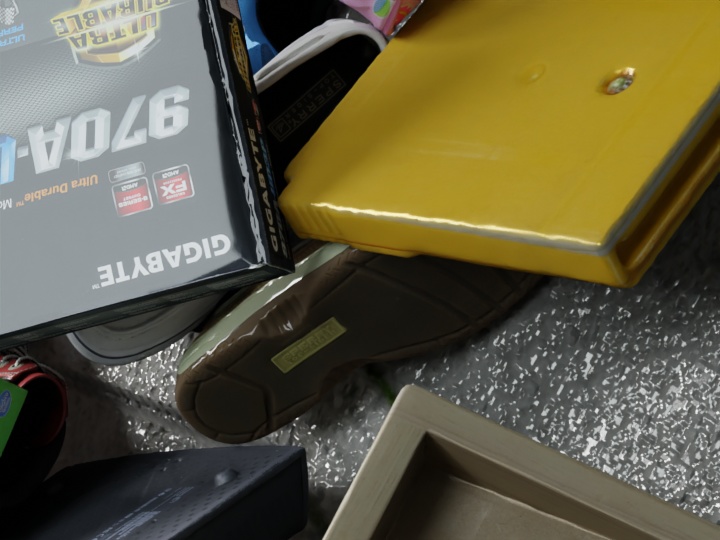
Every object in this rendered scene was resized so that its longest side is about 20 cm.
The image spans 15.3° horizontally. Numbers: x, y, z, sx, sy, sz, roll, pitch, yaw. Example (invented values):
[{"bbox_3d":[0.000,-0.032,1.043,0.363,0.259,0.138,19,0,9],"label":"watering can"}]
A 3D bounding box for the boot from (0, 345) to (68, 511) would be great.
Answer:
[{"bbox_3d":[-0.174,0.037,1.313,0.144,0.072,0.201,-23,43,47],"label":"boot"}]

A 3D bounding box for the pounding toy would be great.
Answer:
[{"bbox_3d":[0.064,0.184,0.978,0.199,0.142,0.185,24,67,11],"label":"pounding toy"}]

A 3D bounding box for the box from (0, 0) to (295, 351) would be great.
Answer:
[{"bbox_3d":[-0.140,-0.053,1.175,0.199,0.046,0.160,-14,82,14],"label":"box"}]

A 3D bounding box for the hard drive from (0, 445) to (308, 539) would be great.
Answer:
[{"bbox_3d":[-0.118,0.127,1.208,0.200,0.135,0.042,-9,109,52],"label":"hard drive"}]

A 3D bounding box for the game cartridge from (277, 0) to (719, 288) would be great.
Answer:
[{"bbox_3d":[0.078,-0.072,1.121,0.199,0.032,0.176,8,51,47],"label":"game cartridge"}]

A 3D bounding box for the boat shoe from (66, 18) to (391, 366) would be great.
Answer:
[{"bbox_3d":[-0.058,-0.036,1.209,0.200,0.072,0.066,-41,1,-5],"label":"boat shoe"}]

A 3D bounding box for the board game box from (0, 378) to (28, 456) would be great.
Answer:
[{"bbox_3d":[-0.238,0.101,1.262,0.200,0.029,0.135,8,75,55],"label":"board game box"}]

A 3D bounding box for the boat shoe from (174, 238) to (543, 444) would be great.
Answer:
[{"bbox_3d":[0.000,0.000,1.191,0.199,0.072,0.076,-27,31,21],"label":"boat shoe"}]

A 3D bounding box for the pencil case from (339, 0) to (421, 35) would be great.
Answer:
[{"bbox_3d":[-0.043,-0.189,1.186,0.088,0.199,0.087,-59,1,1],"label":"pencil case"}]

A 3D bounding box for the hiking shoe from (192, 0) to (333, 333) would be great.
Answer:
[{"bbox_3d":[-0.059,-0.070,1.272,0.086,0.074,0.201,-12,65,41],"label":"hiking shoe"}]
